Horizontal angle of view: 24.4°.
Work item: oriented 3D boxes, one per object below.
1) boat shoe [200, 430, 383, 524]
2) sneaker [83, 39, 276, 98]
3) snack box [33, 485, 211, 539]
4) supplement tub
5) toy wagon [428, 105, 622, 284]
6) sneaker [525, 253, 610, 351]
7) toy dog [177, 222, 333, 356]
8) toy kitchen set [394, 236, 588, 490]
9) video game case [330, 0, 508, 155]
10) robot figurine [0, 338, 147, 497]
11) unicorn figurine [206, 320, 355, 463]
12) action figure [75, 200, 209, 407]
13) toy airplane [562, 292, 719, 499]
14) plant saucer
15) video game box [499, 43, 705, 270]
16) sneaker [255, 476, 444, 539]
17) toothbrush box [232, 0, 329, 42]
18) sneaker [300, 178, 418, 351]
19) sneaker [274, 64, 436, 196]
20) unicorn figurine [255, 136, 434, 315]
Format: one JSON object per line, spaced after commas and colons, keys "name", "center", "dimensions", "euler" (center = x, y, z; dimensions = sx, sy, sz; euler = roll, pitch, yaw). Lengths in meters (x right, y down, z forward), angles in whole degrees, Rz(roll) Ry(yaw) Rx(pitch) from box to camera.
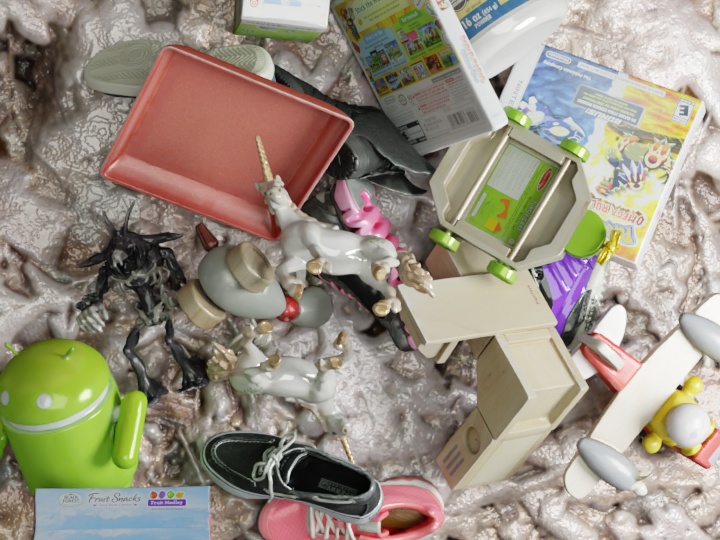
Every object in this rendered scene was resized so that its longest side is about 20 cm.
{"name": "boat shoe", "center": [-0.074, 0.202, 1.680], "dimensions": [0.199, 0.068, 0.074], "euler": [20, 67, 19]}
{"name": "sneaker", "center": [-0.179, -0.178, 1.672], "dimensions": [0.199, 0.085, 0.075], "euler": [6, 52, 16]}
{"name": "snack box", "center": [-0.233, 0.276, 1.633], "dimensions": [0.168, 0.200, 0.068], "euler": [1, 60, -8]}
{"name": "supplement tub", "center": [0.098, -0.299, 1.654], "dimensions": [0.144, 0.145, 0.200], "euler": [-33, 84, -4]}
{"name": "toy wagon", "center": [0.168, -0.063, 1.658], "dimensions": [0.200, 0.040, 0.155], "euler": [31, 88, 15]}
{"name": "sneaker", "center": [0.209, -0.020, 1.735], "dimensions": [0.099, 0.070, 0.201], "euler": [13, 92, -6]}
{"name": "toy dog", "center": [-0.109, 0.006, 1.657], "dimensions": [0.132, 0.200, 0.097], "euler": [-25, 68, 4]}
{"name": "toy kitchen set", "center": [0.088, 0.096, 1.700], "dimensions": [0.163, 0.181, 0.200], "euler": [-6, 55, -33]}
{"name": "video game case", "center": [0.054, -0.207, 1.640], "dimensions": [0.023, 0.200, 0.182], "euler": [-30, 97, -22]}
{"name": "robot figurine", "center": [-0.288, 0.153, 1.638], "dimensions": [0.175, 0.116, 0.200], "euler": [0, 124, 20]}
{"name": "unicorn figurine", "center": [-0.062, 0.113, 1.683], "dimensions": [0.200, 0.137, 0.074], "euler": [24, 53, -5]}
{"name": "action figure", "center": [-0.218, 0.034, 1.669], "dimensions": [0.119, 0.102, 0.201], "euler": [-18, 97, 6]}
{"name": "toy airplane", "center": [0.300, 0.129, 1.694], "dimensions": [0.199, 0.141, 0.201], "euler": [-8, 111, -23]}
{"name": "plant saucer", "center": [-0.133, -0.131, 1.640], "dimensions": [0.199, 0.200, 0.037], "euler": [21, 48, -15]}
{"name": "video game box", "center": [0.225, -0.120, 1.699], "dimensions": [0.200, 0.047, 0.183], "euler": [22, 87, 16]}
{"name": "sneaker", "center": [-0.008, 0.250, 1.715], "dimensions": [0.199, 0.087, 0.074], "euler": [-5, 97, -7]}
{"name": "toothbrush box", "center": [-0.074, -0.303, 1.614], "dimensions": [0.086, 0.200, 0.146], "euler": [5, 94, -8]}
{"name": "sneaker", "center": [0.000, 0.000, 1.718], "dimensions": [0.095, 0.079, 0.200], "euler": [-23, 101, 22]}
{"name": "sneaker", "center": [-0.020, -0.145, 1.700], "dimensions": [0.200, 0.104, 0.060], "euler": [44, 124, 23]}
{"name": "unicorn figurine", "center": [-0.032, -0.023, 1.584], "dimensions": [0.200, 0.137, 0.074], "euler": [28, 114, -19]}
